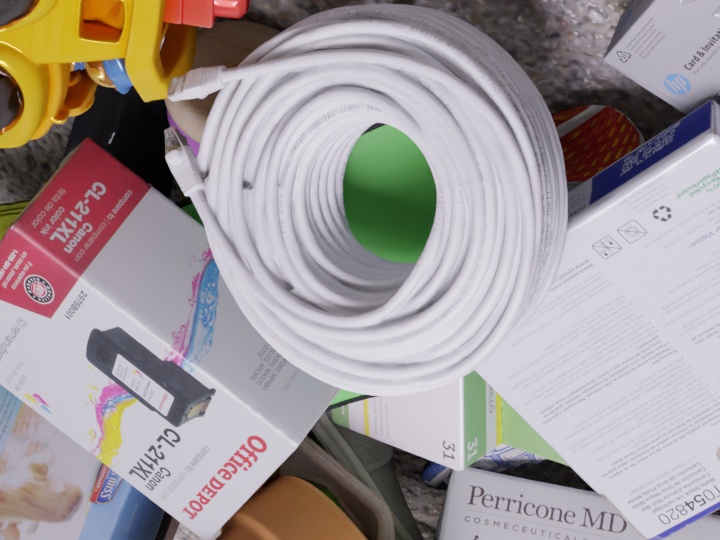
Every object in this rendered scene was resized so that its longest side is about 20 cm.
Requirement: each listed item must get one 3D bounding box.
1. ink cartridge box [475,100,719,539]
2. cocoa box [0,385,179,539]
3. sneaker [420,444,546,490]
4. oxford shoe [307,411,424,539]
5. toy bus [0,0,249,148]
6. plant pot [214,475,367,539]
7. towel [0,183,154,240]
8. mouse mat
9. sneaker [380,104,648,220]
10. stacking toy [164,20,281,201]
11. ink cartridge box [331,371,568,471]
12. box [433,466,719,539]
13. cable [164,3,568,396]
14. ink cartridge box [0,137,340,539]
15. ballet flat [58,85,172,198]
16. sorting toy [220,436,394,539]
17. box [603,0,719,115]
[{"bbox_3d":[0.170,0.032,1.333,0.199,0.041,0.200,-32,115,27],"label":"ink cartridge box"},{"bbox_3d":[-0.195,0.156,1.582,0.133,0.201,0.131,16,162,14],"label":"cocoa box"},{"bbox_3d":[0.109,0.096,1.521,0.088,0.075,0.200,32,143,-9],"label":"sneaker"},{"bbox_3d":[-0.007,0.093,1.552,0.201,0.058,0.075,59,166,-4],"label":"oxford shoe"},{"bbox_3d":[-0.136,-0.153,1.332,0.191,0.136,0.201,9,134,-1],"label":"toy bus"},{"bbox_3d":[-0.052,0.242,1.471,0.200,0.140,0.201,48,157,29],"label":"plant pot"},{"bbox_3d":[-0.178,-0.006,1.501,0.199,0.018,0.086,-6,126,40],"label":"towel"},{"bbox_3d":[0.000,0.000,1.394,0.199,0.008,0.161,-19,117,36],"label":"mouse mat"},{"bbox_3d":[0.072,-0.045,1.385,0.199,0.073,0.077,4,150,31],"label":"sneaker"},{"bbox_3d":[-0.073,-0.053,1.456,0.085,0.086,0.200,19,148,8],"label":"stacking toy"},{"bbox_3d":[0.069,0.044,1.432,0.199,0.048,0.146,19,122,37],"label":"ink cartridge box"},{"bbox_3d":[0.132,0.230,1.561,0.198,0.131,0.200,10,155,2],"label":"box"},{"bbox_3d":[0.010,-0.037,1.290,0.199,0.069,0.201,-20,89,29],"label":"cable"},{"bbox_3d":[-0.119,0.043,1.427,0.200,0.083,0.146,38,142,-3],"label":"ink cartridge box"},{"bbox_3d":[-0.156,-0.034,1.525,0.073,0.073,0.200,22,142,4],"label":"ballet flat"},{"bbox_3d":[-0.044,0.159,1.578,0.200,0.036,0.186,43,153,32],"label":"sorting toy"},{"bbox_3d":[0.243,-0.105,1.242,0.199,0.041,0.156,30,141,-8],"label":"box"}]
